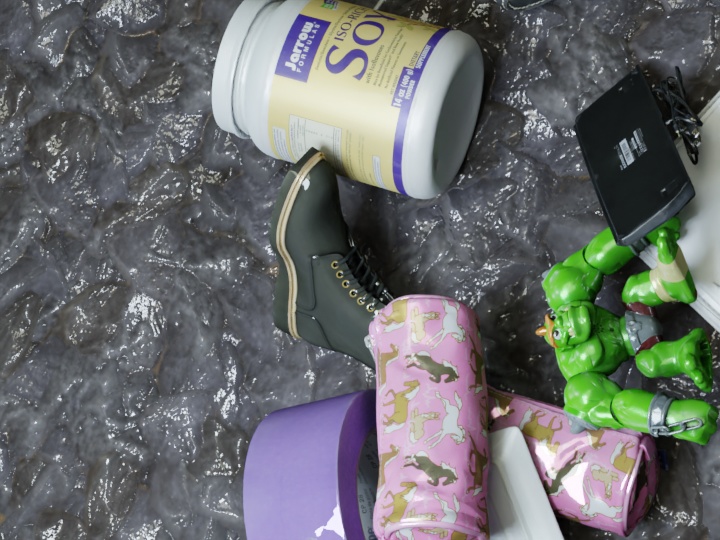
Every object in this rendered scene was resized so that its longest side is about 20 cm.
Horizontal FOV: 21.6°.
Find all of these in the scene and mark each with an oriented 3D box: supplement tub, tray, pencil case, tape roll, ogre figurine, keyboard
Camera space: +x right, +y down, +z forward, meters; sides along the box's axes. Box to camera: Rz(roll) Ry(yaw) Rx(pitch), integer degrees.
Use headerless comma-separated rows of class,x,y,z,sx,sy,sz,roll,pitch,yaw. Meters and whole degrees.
supplement tub,-0.010,-0.152,1.594,0.199,0.145,0.146,16,86,16
tray,0.114,0.230,1.489,0.107,0.022,0.201,-22,90,33
pencil case,0.141,0.144,1.510,0.200,0.083,0.087,15,62,28
tape roll,-0.009,0.200,1.502,0.085,0.200,0.201,-14,73,22
pencil case,0.052,0.122,1.452,0.086,0.083,0.201,-21,58,34
ogre figurine,0.204,0.049,1.458,0.120,0.098,0.201,-20,80,23
keyboard,0.233,-0.092,1.500,0.104,0.040,0.200,-39,29,20

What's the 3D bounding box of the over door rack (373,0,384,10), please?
over door rack,0.005,-0.299,1.687,0.200,0.067,0.148,-44,63,26

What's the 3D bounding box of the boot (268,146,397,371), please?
boot,0.000,0.000,1.569,0.138,0.200,0.077,28,55,24

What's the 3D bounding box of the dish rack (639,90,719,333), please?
dish rack,0.311,-0.062,1.495,0.200,0.044,0.172,-49,64,10

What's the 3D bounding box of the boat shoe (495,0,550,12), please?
boat shoe,0.202,-0.268,1.579,0.200,0.074,0.060,-29,63,9
